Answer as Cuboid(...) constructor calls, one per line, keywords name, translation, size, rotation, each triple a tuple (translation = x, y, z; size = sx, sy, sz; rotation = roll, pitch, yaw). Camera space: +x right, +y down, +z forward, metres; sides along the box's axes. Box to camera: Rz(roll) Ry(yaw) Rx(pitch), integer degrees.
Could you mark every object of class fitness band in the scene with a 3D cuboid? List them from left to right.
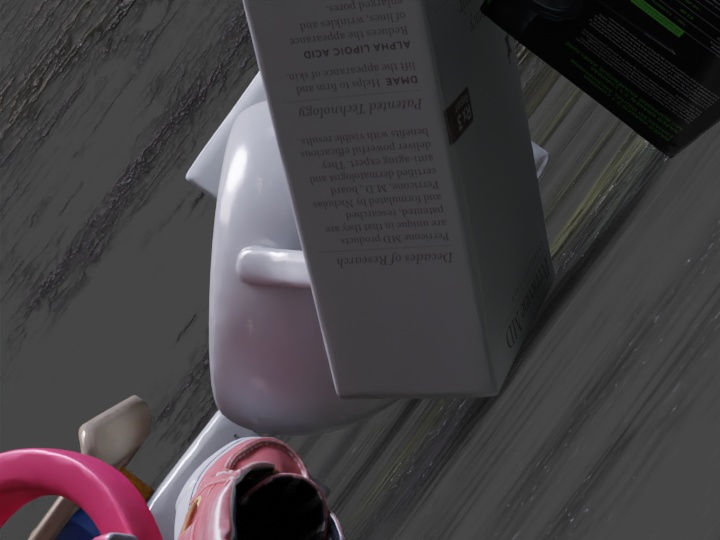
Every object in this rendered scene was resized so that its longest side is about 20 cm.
Cuboid(name="fitness band", translation=(-0.132, 0.169, 0.619), size=(0.143, 0.037, 0.200), rotation=(-19, 65, 36))

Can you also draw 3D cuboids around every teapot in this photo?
Cuboid(name="teapot", translation=(0.000, 0.000, 0.846), size=(0.198, 0.146, 0.200), rotation=(91, -176, -46))

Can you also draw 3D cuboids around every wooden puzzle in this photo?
Cuboid(name="wooden puzzle", translation=(-0.180, 0.176, 0.918), size=(0.200, 0.046, 0.185), rotation=(-59, -1, 2))

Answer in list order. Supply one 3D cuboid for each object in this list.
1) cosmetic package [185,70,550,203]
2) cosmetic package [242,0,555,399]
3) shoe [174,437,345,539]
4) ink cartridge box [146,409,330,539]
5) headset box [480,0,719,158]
Cuboid(name="cosmetic package", translation=(0.006, -0.072, 1.144), size=(0.165, 0.200, 0.165), rotation=(-54, 1, 1))
Cuboid(name="cosmetic package", translation=(0.017, -0.060, 0.595), size=(0.074, 0.200, 0.102), rotation=(-4, 26, 23))
Cuboid(name="shoe", translation=(-0.041, 0.115, 0.686), size=(0.091, 0.071, 0.200), rotation=(-51, 7, 26))
Cuboid(name="ink cartridge box", translation=(-0.119, 0.197, 0.896), size=(0.200, 0.084, 0.144), rotation=(-53, 0, -30))
Cuboid(name="headset box", translation=(0.142, -0.151, 0.513), size=(0.174, 0.093, 0.200), rotation=(-53, 0, -16))
